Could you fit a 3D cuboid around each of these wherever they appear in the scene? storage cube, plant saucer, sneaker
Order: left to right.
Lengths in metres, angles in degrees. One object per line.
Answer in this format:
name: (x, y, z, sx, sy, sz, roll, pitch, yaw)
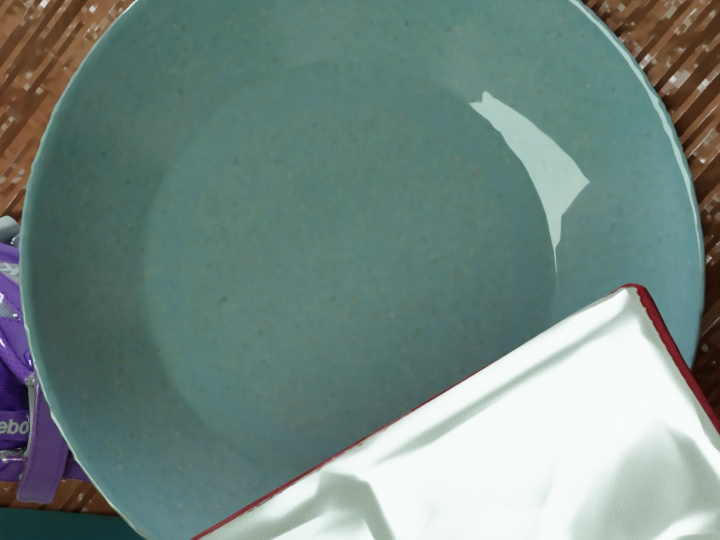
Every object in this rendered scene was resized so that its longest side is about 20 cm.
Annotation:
sneaker: (-0.078, 0.040, 0.735, 0.199, 0.088, 0.081, 15, 106, 11)
plant saucer: (0.000, 0.000, 0.695, 0.200, 0.039, 0.202, 1, 85, -11)
storage cube: (0.055, 0.149, 0.614, 0.199, 0.171, 0.180, -29, 137, 0)

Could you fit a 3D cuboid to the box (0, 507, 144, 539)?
box: (-0.080, 0.125, 0.777, 0.199, 0.049, 0.083, 3, 105, 17)
